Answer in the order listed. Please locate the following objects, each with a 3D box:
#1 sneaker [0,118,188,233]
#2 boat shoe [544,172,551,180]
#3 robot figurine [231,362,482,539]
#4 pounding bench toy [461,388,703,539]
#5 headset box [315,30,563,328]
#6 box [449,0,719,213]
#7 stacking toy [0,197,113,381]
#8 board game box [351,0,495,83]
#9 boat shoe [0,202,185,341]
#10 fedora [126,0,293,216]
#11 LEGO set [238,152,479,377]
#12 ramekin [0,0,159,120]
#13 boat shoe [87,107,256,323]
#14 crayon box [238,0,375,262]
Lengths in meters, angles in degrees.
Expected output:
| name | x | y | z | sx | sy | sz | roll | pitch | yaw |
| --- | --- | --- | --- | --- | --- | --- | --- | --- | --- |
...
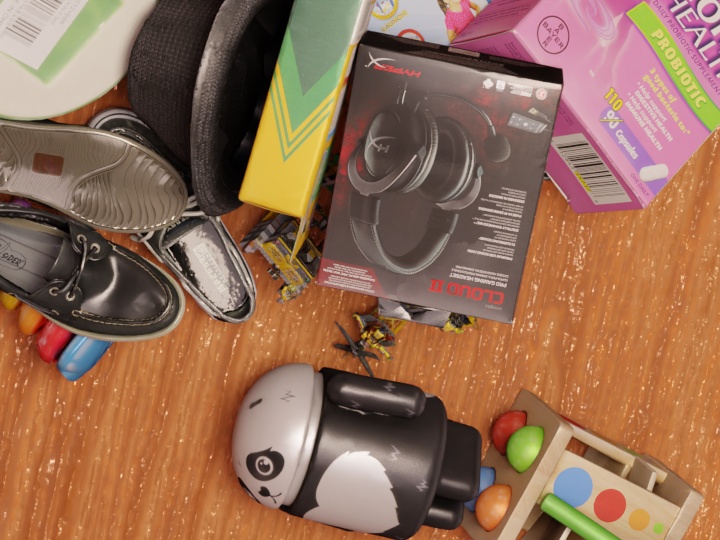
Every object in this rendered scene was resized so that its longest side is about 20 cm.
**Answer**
| name | x | y | z | sx | sy | sz | roll | pitch | yaw |
| --- | --- | --- | --- | --- | --- | --- | --- | --- | --- |
| sneaker | -0.230 | -0.090 | 1.495 | 0.199 | 0.106 | 0.075 | 16 | 104 | -11 |
| boat shoe | 0.121 | -0.108 | 1.577 | 0.199 | 0.063 | 0.073 | 4 | 101 | -9 |
| robot figurine | -0.004 | 0.148 | 1.562 | 0.199 | 0.125 | 0.151 | 15 | 97 | -9 |
| pounding bench toy | 0.176 | 0.196 | 1.565 | 0.156 | 0.200 | 0.125 | 28 | 93 | -13 |
| headset box | 0.055 | -0.059 | 1.408 | 0.148 | 0.077 | 0.201 | 12 | 105 | 2 |
| box | 0.204 | -0.175 | 1.505 | 0.200 | 0.097 | 0.176 | -46 | 109 | -21 |
| stacking toy | -0.264 | -0.015 | 1.515 | 0.200 | 0.116 | 0.110 | 40 | 88 | -2 |
| board game box | 0.068 | -0.213 | 1.524 | 0.200 | 0.056 | 0.196 | -39 | 104 | -23 |
| boat shoe | -0.226 | -0.005 | 1.436 | 0.199 | 0.066 | 0.075 | 26 | 80 | 10 |
| fedora | -0.113 | -0.143 | 1.442 | 0.091 | 0.201 | 0.201 | 20 | 95 | 16 |
| LEGO set | 0.000 | 0.000 | 1.526 | 0.116 | 0.153 | 0.200 | -48 | 117 | -28 |
| ramekin | -0.244 | -0.207 | 1.417 | 0.199 | 0.098 | 0.201 | -16 | 131 | -20 |
| boat shoe | -0.149 | -0.041 | 1.538 | 0.073 | 0.068 | 0.200 | -30 | 102 | -4 |
| crayon box | -0.040 | -0.117 | 1.400 | 0.051 | 0.126 | 0.201 | 16 | 101 | 1 |
